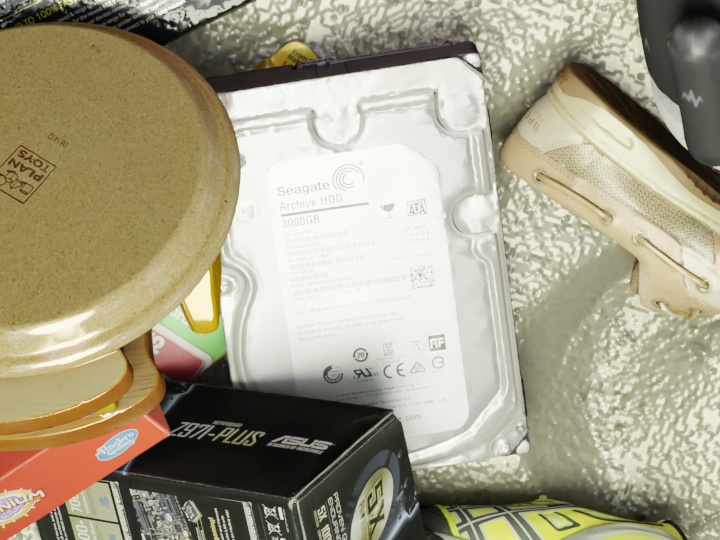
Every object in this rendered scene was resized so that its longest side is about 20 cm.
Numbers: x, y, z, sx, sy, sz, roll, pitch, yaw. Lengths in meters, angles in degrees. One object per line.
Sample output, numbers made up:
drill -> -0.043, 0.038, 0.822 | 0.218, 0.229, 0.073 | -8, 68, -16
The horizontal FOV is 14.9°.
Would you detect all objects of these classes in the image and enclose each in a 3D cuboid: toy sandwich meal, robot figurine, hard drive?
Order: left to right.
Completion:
toy sandwich meal -> -0.139, -0.017, 1.196 | 0.205, 0.206, 0.070 | -11, 146, 2
hard drive -> 0.000, 0.000, 1.289 | 0.139, 0.038, 0.201 | -8, 108, -2
robot figurine -> 0.184, -0.132, 1.214 | 0.150, 0.125, 0.200 | -22, 133, -10

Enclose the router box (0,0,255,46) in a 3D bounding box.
router box -> -0.159, -0.153, 1.261 | 0.200, 0.051, 0.149 | -25, 102, 5

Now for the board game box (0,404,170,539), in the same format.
board game box -> -0.197, 0.062, 1.263 | 0.200, 0.153, 0.040 | -34, 141, 11

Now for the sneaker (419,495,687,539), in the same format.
sneaker -> 0.065, 0.147, 1.338 | 0.199, 0.076, 0.076 | 9, 120, 15

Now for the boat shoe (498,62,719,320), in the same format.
boat shoe -> 0.155, -0.012, 1.299 | 0.200, 0.071, 0.065 | 41, 105, 0

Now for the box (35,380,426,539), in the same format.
box -> -0.051, 0.162, 1.276 | 0.163, 0.086, 0.201 | 4, 118, 36

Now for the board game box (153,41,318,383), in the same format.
board game box -> -0.076, -0.012, 1.314 | 0.200, 0.030, 0.096 | -40, 102, 6
